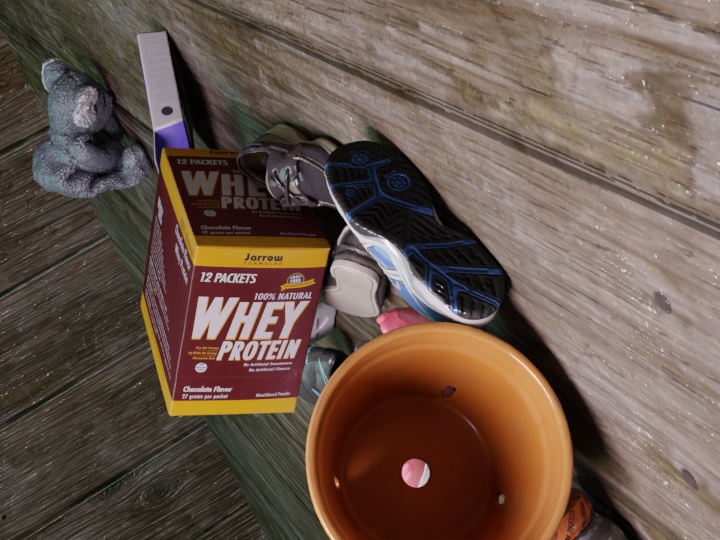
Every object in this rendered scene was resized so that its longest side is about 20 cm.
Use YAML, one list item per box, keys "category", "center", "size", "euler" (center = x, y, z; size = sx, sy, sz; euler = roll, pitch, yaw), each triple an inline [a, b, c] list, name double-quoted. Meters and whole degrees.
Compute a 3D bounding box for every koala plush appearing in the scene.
- category: "koala plush"
  center: [-0.462, -0.240, 2.056]
  size: [0.177, 0.183, 0.201]
  euler: [46, 149, 39]

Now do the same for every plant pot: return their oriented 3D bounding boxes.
- category: "plant pot"
  center: [0.052, 0.154, 0.977]
  size: [0.201, 0.200, 0.140]
  euler: [56, 167, 9]

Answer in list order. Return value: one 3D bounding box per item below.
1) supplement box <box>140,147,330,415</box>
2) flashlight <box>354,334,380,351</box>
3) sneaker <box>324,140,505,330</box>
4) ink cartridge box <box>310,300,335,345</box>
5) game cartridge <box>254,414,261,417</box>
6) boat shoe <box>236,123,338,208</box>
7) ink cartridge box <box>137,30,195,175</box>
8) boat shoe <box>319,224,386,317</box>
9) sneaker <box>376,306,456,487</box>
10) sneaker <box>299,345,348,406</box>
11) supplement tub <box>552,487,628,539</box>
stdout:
- category: "supplement box"
  center: [-0.135, 0.009, 1.279]
  size: [0.198, 0.132, 0.201]
  euler: [-118, 35, -52]
- category: "flashlight"
  center: [0.025, 0.139, 1.378]
  size: [0.200, 0.067, 0.068]
  euler: [100, 149, -62]
- category: "sneaker"
  center: [0.034, -0.021, 0.998]
  size: [0.200, 0.075, 0.077]
  euler: [54, 160, 25]
- category: "ink cartridge box"
  center: [-0.117, -0.007, 1.507]
  size: [0.200, 0.084, 0.145]
  euler: [55, 165, 16]
- category: "game cartridge"
  center: [-0.246, 0.177, 2.392]
  size: [0.130, 0.038, 0.201]
  euler: [38, 155, 44]
- category: "boat shoe"
  center: [-0.060, -0.090, 1.192]
  size: [0.200, 0.065, 0.072]
  euler: [34, 150, 57]
- category: "ink cartridge box"
  center: [-0.226, -0.154, 1.530]
  size: [0.198, 0.043, 0.201]
  euler: [86, 173, -58]
- category: "boat shoe"
  center: [0.000, 0.000, 1.221]
  size: [0.067, 0.057, 0.200]
  euler: [22, 166, 0]
- category: "sneaker"
  center: [0.032, 0.117, 1.103]
  size: [0.074, 0.086, 0.201]
  euler: [-115, 34, -65]
- category: "sneaker"
  center: [-0.009, 0.167, 1.511]
  size: [0.079, 0.076, 0.200]
  euler: [-15, 125, 42]
- category: "supplement tub"
  center: [0.187, 0.286, 1.010]
  size: [0.201, 0.122, 0.123]
  euler: [60, 165, -2]
